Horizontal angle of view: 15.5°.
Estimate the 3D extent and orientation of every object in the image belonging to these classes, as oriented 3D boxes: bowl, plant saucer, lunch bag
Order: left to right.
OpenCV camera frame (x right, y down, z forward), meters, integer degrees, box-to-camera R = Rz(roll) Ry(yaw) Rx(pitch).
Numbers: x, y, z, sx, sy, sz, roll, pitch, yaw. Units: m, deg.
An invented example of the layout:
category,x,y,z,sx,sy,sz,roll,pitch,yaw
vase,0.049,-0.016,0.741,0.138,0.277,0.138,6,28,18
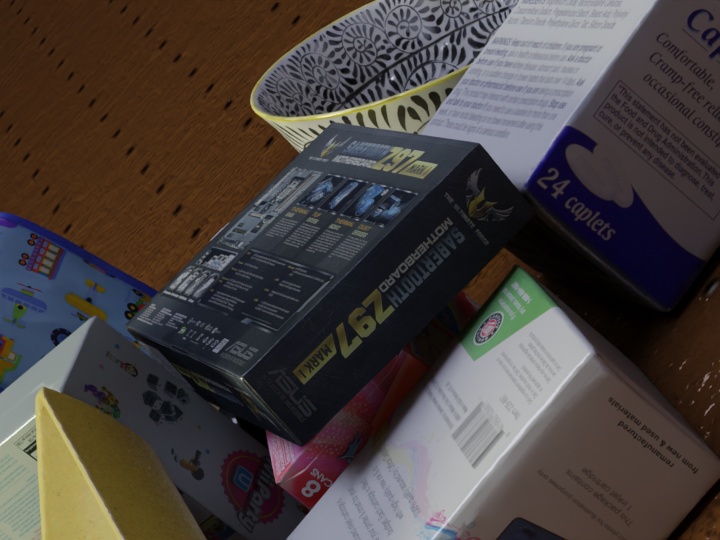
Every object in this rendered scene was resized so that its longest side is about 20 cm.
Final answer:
category,x,y,z,sx,sy,sz,roll,pitch,yaw
lunch bag,-0.192,0.056,1.682,0.094,0.200,0.151,-36,23,37
plant saucer,-0.092,0.180,1.228,0.200,0.048,0.201,55,151,42
bowl,0.046,-0.095,1.528,0.200,0.095,0.201,-21,21,8

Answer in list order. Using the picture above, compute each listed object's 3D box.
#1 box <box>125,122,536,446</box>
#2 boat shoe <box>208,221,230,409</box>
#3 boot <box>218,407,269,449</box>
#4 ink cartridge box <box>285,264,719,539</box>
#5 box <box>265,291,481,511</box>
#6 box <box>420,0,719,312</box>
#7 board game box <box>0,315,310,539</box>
category,x,y,z,sx,sy,sz,roll,pitch,yaw
box,-0.019,0.001,1.286,0.158,0.051,0.200,-46,19,-11
boat shoe,-0.091,0.028,1.683,0.068,0.072,0.200,-19,35,38
boot,-0.095,0.146,1.440,0.200,0.066,0.165,-43,-12,15
ink cartridge box,0.050,0.114,1.177,0.200,0.087,0.145,-49,18,4
box,0.014,0.061,1.340,0.095,0.103,0.200,-47,19,11
box,0.141,-0.096,1.327,0.200,0.105,0.184,-54,18,-5
board game box,-0.108,0.135,1.331,0.147,0.200,0.064,-37,22,36
